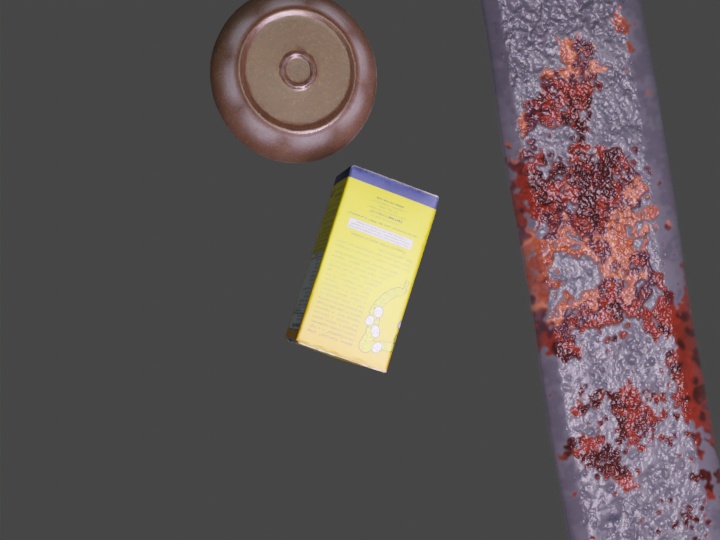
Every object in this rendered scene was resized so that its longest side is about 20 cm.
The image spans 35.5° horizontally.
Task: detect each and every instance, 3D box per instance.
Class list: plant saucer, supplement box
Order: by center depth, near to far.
[{"bbox_3d":[0.000,0.000,1.264,0.108,0.109,0.203,19,85,-10],"label":"supplement box"},{"bbox_3d":[-0.074,-0.227,1.295,0.196,0.037,0.205,0,89,-12],"label":"plant saucer"}]
